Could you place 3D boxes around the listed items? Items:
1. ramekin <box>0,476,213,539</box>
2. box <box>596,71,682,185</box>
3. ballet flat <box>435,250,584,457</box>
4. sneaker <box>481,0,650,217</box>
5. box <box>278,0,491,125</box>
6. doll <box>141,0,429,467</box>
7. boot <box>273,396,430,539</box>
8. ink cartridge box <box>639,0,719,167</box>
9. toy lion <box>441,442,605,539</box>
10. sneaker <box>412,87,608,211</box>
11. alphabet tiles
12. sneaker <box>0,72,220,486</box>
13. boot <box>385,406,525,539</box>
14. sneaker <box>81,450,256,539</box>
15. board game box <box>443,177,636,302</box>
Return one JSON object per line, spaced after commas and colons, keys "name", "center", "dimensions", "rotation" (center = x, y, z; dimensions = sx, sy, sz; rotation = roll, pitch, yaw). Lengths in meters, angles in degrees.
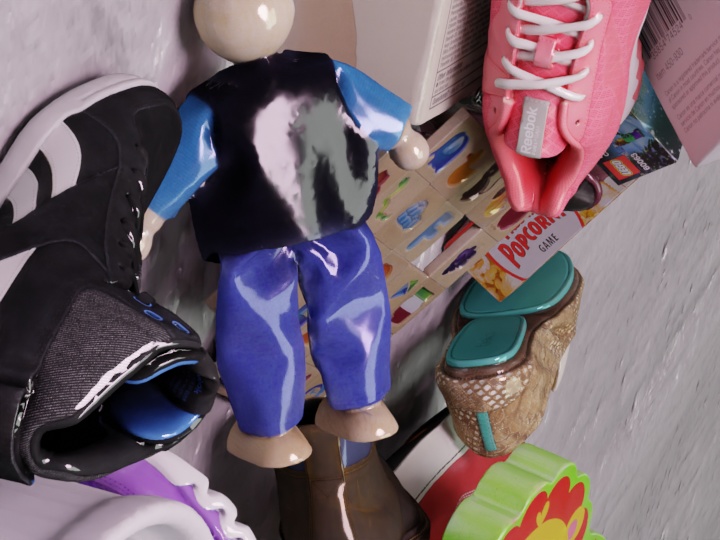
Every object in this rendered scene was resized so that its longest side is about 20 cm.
{"name": "ramekin", "center": [-0.137, 0.161, 0.964], "dimensions": [0.201, 0.097, 0.201], "rotation": [-54, 155, -40]}
{"name": "box", "center": [0.114, -0.158, 1.282], "dimensions": [0.137, 0.038, 0.200], "rotation": [44, 45, -27]}
{"name": "ballet flat", "center": [0.081, 0.047, 1.475], "dimensions": [0.200, 0.070, 0.066], "rotation": [-48, 132, -65]}
{"name": "sneaker", "center": [0.085, -0.092, 1.122], "dimensions": [0.200, 0.073, 0.087], "rotation": [82, 24, -58]}
{"name": "box", "center": [0.025, -0.173, 1.128], "dimensions": [0.095, 0.077, 0.201], "rotation": [-34, 139, -61]}
{"name": "doll", "center": [-0.036, -0.023, 1.082], "dimensions": [0.136, 0.048, 0.201], "rotation": [-14, 111, -19]}
{"name": "boot", "center": [-0.008, 0.090, 1.270], "dimensions": [0.200, 0.074, 0.097], "rotation": [-99, -178, -75]}
{"name": "ink cartridge box", "center": [0.156, -0.168, 1.161], "dimensions": [0.083, 0.201, 0.147], "rotation": [-21, 167, -24]}
{"name": "toy lion", "center": [0.073, 0.173, 1.335], "dimensions": [0.200, 0.068, 0.192], "rotation": [-17, 125, -61]}
{"name": "sneaker", "center": [0.073, -0.088, 1.284], "dimensions": [0.076, 0.115, 0.200], "rotation": [-65, 161, -16]}
{"name": "alphabet tiles", "center": [0.000, 0.000, 1.211], "dimensions": [0.167, 0.008, 0.200], "rotation": [-41, 161, 5]}
{"name": "sneaker", "center": [-0.086, 0.010, 0.940], "dimensions": [0.200, 0.112, 0.073], "rotation": [-50, 153, -46]}
{"name": "boot", "center": [0.064, 0.151, 1.438], "dimensions": [0.072, 0.144, 0.200], "rotation": [-37, 178, 29]}
{"name": "sneaker", "center": [-0.079, 0.167, 1.100], "dimensions": [0.088, 0.080, 0.201], "rotation": [-29, 109, -36]}
{"name": "board game box", "center": [0.144, -0.086, 1.446], "dimensions": [0.200, 0.046, 0.152], "rotation": [-45, -177, 42]}
